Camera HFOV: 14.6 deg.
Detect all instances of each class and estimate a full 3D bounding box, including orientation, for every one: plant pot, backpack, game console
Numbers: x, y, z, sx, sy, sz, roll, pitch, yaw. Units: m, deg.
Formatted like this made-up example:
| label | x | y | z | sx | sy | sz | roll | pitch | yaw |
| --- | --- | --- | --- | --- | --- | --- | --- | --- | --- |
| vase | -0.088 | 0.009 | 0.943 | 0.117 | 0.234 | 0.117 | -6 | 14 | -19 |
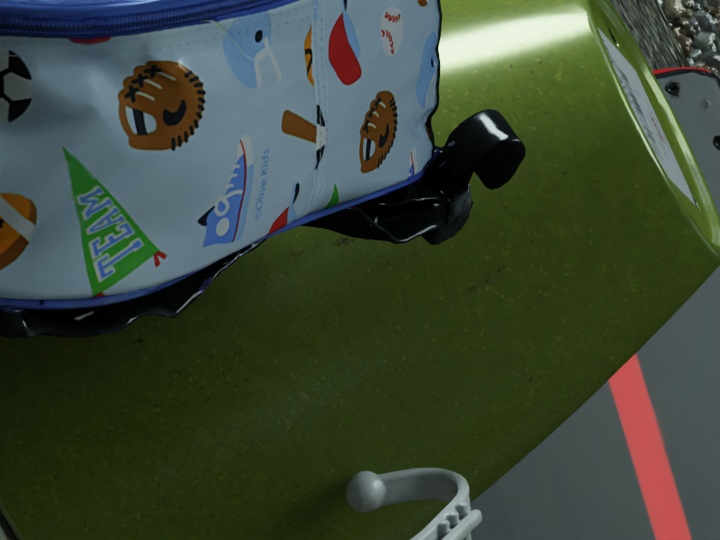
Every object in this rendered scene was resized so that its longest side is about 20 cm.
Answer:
| label | x | y | z | sx | sy | sz | roll | pitch | yaw |
| --- | --- | --- | --- | --- | --- | --- | --- | --- | --- |
| plant pot | 0.000 | 0.000 | 0.838 | 0.187 | 0.200 | 0.187 | 57 | 16 | -25 |
| backpack | -0.082 | -0.062 | 0.671 | 0.190 | 0.199 | 0.155 | -44 | 135 | -57 |
| game console | 0.079 | 0.034 | 0.988 | 0.176 | 0.031 | 0.201 | -12 | 81 | -30 |

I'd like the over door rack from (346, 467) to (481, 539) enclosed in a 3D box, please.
| label | x | y | z | sx | sy | sz | roll | pitch | yaw |
| --- | --- | --- | --- | --- | --- | --- | --- | --- | --- |
| over door rack | -0.013 | 0.156 | 0.719 | 0.200 | 0.066 | 0.148 | -53 | 138 | -61 |
